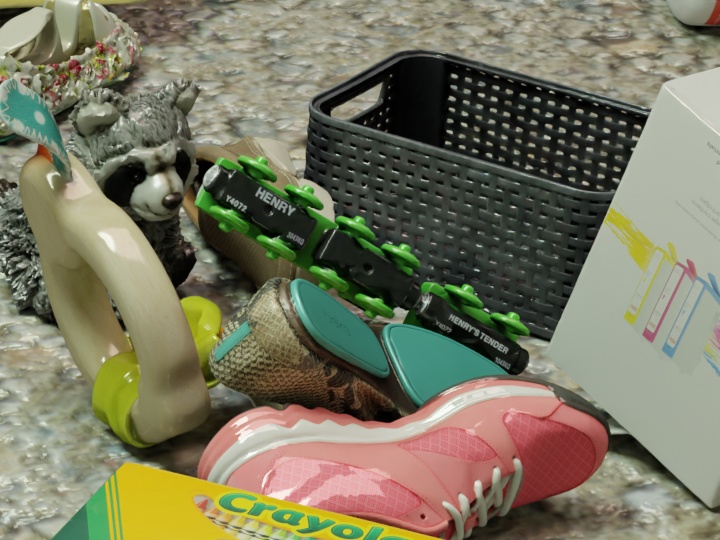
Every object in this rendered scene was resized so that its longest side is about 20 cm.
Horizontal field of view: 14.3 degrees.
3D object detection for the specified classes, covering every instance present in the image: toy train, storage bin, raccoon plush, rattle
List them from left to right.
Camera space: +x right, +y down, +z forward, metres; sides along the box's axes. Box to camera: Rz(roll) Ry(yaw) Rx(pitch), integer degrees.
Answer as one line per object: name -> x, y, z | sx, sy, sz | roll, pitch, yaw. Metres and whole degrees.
raccoon plush -> -0.166, -0.057, 1.544 | 0.200, 0.134, 0.097 | 20, 29, 29
rattle -> -0.095, -0.026, 1.395 | 0.143, 0.200, 0.130 | -23, -1, -6
toy train -> 0.000, 0.000, 1.456 | 0.200, 0.042, 0.056 | 31, -8, -20
storage bin -> 0.078, -0.044, 1.613 | 0.200, 0.094, 0.135 | 18, 28, 26

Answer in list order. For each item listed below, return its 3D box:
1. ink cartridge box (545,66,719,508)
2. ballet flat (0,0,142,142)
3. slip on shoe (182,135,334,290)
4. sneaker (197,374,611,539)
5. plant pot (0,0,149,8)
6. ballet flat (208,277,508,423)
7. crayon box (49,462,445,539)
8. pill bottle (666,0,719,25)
ink cartridge box -> 0.196, 0.009, 1.418 | 0.128, 0.200, 0.125 | -18, 51, -40
ballet flat -> -0.191, -0.138, 1.803 | 0.076, 0.064, 0.200 | 12, 25, 17
slip on shoe -> -0.059, -0.028, 1.569 | 0.061, 0.076, 0.200 | 6, 21, -14
sneaker -> 0.029, 0.108, 1.328 | 0.200, 0.074, 0.087 | -7, 43, -19
plant pot -> -0.257, -0.273, 1.939 | 0.194, 0.196, 0.200 | -4, 5, -18
ballet flat -> -0.002, 0.056, 1.385 | 0.200, 0.075, 0.068 | 23, 38, -49
crayon box -> -0.035, 0.151, 1.210 | 0.200, 0.058, 0.119 | 12, 26, 16
pill bottle -> 0.318, -0.227, 2.025 | 0.200, 0.113, 0.112 | 0, 25, -10
